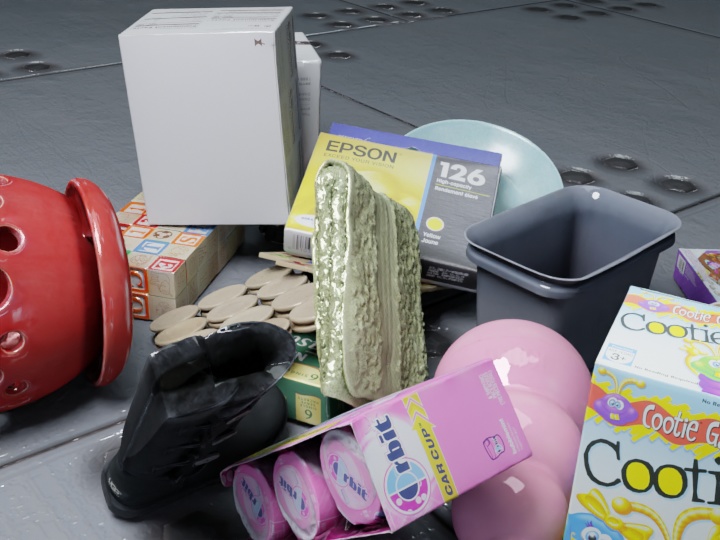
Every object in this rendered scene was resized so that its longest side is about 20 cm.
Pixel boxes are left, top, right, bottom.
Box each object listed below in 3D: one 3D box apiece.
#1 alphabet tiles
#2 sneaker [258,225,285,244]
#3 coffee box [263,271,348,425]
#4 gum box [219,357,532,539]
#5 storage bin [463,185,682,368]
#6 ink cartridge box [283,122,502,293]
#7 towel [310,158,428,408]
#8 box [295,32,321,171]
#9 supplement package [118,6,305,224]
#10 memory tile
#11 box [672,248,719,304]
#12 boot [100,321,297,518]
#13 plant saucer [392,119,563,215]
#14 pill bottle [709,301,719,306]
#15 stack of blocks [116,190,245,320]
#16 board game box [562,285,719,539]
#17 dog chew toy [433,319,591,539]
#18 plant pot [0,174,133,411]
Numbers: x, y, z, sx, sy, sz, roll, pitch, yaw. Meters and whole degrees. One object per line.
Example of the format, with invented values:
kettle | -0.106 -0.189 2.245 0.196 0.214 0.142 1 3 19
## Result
alphabet tiles | 0.000 0.000 0.934 0.165 0.006 0.200 12 5 19
sneaker | -0.019 -0.064 1.067 0.199 0.078 0.085 11 17 21
coffee box | -0.039 0.062 0.854 0.122 0.044 0.200 13 29 22
gum box | -0.001 0.126 0.608 0.113 0.067 0.200 -18 -8 -35
storage bin | 0.182 0.017 0.864 0.199 0.135 0.145 -21 36 -39
ink cartridge box | 0.041 -0.082 0.955 0.196 0.047 0.201 11 53 6
towel | 0.012 0.021 0.762 0.036 0.201 0.148 -13 -23 28
box | -0.154 -0.175 1.131 0.197 0.201 0.131 -4 29 -12
supplement package | -0.146 -0.159 0.964 0.154 0.201 0.111 0 27 6
memory tile | -0.105 0.043 0.821 0.153 0.017 0.200 -24 18 -15
box | 0.416 0.039 0.944 0.136 0.039 0.200 1 27 -1
boot | -0.090 0.087 0.638 0.164 0.200 0.066 -31 73 -37
plant saucer | 0.119 -0.082 1.014 0.199 0.039 0.202 3 51 -3
pill bottle | 0.263 0.107 0.722 0.111 0.112 0.199 23 34 34
stack of blocks | -0.210 -0.025 0.992 0.114 0.059 0.200 8 28 11
board game box | 0.190 0.130 0.577 0.104 0.201 0.103 14 29 22
dog chew toy | 0.108 0.127 0.671 0.124 0.125 0.201 6 35 7
plant pot | -0.290 0.014 0.763 0.181 0.202 0.200 -8 29 -25
